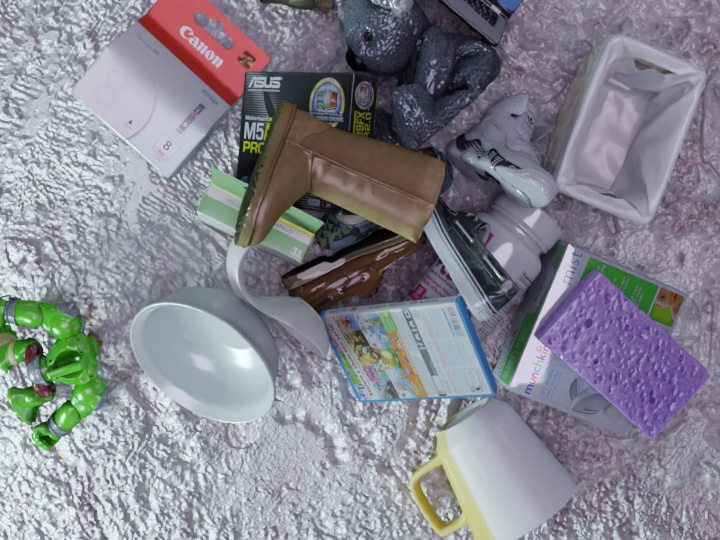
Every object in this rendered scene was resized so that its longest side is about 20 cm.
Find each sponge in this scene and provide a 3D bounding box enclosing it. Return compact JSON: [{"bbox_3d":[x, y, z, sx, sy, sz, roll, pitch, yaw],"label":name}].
[{"bbox_3d":[0.326,0.104,1.222,0.200,0.030,0.112,41,92,-9],"label":"sponge"}]

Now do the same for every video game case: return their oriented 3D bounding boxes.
[{"bbox_3d":[0.058,0.102,1.228,0.198,0.018,0.144,-7,121,31],"label":"video game case"}]

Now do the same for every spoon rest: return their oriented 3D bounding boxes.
[{"bbox_3d":[-0.103,0.039,1.196,0.061,0.099,0.201,-43,126,-15],"label":"spoon rest"}]

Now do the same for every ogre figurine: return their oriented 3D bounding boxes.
[{"bbox_3d":[-0.386,0.121,1.237,0.118,0.098,0.203,-14,85,9],"label":"ogre figurine"}]

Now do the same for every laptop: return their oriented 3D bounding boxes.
[{"bbox_3d":[0.139,-0.398,1.204,0.187,0.200,0.116,38,119,-6],"label":"laptop"}]

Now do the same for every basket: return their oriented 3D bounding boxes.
[{"bbox_3d":[0.321,-0.175,1.242,0.134,0.123,0.202,20,95,-6],"label":"basket"}]

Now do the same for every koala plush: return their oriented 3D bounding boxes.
[{"bbox_3d":[0.052,-0.268,1.200,0.183,0.177,0.201,-40,97,-12],"label":"koala plush"}]

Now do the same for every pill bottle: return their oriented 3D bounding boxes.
[{"bbox_3d":[0.157,0.000,1.253,0.113,0.113,0.201,39,91,-7],"label":"pill bottle"}]

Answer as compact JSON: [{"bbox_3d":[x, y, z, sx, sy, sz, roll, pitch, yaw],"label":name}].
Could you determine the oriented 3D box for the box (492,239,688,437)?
[{"bbox_3d":[0.293,0.083,1.280,0.175,0.097,0.202,23,95,-8],"label":"box"}]

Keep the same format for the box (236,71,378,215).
[{"bbox_3d":[-0.070,-0.156,1.190,0.044,0.199,0.162,-2,100,-45],"label":"box"}]

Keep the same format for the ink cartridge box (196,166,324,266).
[{"bbox_3d":[-0.123,-0.059,1.183,0.144,0.200,0.048,26,85,-6],"label":"ink cartridge box"}]

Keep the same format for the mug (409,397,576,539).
[{"bbox_3d":[0.159,0.259,1.268,0.185,0.149,0.154,-33,89,-7],"label":"mug"}]

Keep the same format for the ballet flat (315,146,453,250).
[{"bbox_3d":[0.024,-0.098,1.253,0.199,0.074,0.075,-31,97,-6],"label":"ballet flat"}]

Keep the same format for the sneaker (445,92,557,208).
[{"bbox_3d":[0.194,-0.153,1.208,0.115,0.200,0.075,-47,123,-5],"label":"sneaker"}]

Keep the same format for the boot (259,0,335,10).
[{"bbox_3d":[-0.084,-0.423,1.214,0.096,0.075,0.203,-5,98,-6],"label":"boot"}]

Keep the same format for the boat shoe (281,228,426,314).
[{"bbox_3d":[0.000,0.000,1.269,0.198,0.072,0.069,-22,101,9],"label":"boat shoe"}]

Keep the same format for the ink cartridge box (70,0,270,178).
[{"bbox_3d":[-0.236,-0.243,1.235,0.162,0.057,0.200,41,96,-6],"label":"ink cartridge box"}]

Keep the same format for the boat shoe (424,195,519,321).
[{"bbox_3d":[0.125,-0.034,1.182,0.070,0.072,0.201,-31,65,6],"label":"boat shoe"}]

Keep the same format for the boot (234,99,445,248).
[{"bbox_3d":[-0.020,-0.076,1.071,0.198,0.066,0.177,22,81,-13],"label":"boot"}]

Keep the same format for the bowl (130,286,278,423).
[{"bbox_3d":[-0.179,0.089,1.231,0.199,0.091,0.203,14,134,15],"label":"bowl"}]
